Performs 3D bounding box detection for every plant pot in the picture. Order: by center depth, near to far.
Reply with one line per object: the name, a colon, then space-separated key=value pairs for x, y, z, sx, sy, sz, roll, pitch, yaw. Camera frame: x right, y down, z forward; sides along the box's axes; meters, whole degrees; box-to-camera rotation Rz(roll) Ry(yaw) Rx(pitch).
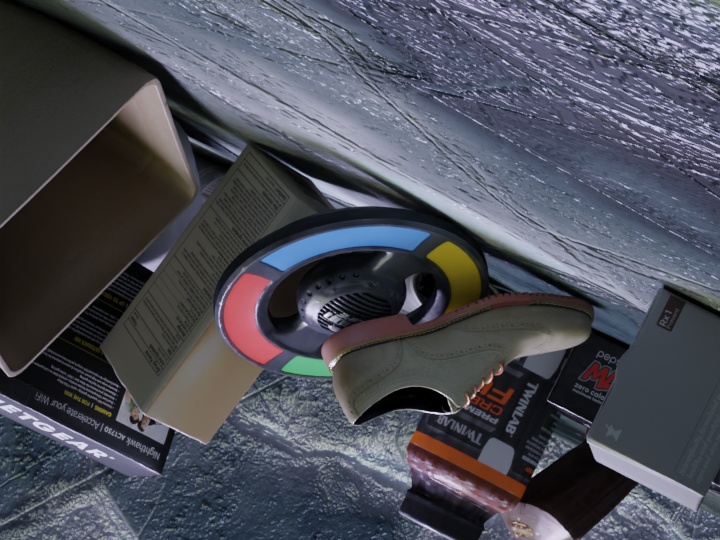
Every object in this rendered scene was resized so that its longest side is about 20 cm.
plant pot: x=-0.258 y=-0.080 z=1.546 sx=0.177 sy=0.200 sz=0.200 roll=41 pitch=167 yaw=17

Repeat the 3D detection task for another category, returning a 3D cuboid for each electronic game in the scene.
electronic game: x=-0.006 y=0.019 z=1.544 sx=0.198 sy=0.042 sz=0.201 roll=-7 pitch=146 yaw=-5

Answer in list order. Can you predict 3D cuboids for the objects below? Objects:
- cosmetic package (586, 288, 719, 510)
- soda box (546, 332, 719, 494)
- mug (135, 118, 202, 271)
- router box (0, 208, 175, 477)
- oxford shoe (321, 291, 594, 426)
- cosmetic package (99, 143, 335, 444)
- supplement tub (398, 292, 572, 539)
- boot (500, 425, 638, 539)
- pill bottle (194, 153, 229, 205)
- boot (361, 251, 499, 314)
cosmetic package: x=0.201 y=0.086 z=1.372 sx=0.090 sy=0.107 sz=0.200 roll=26 pitch=178 yaw=8
soda box: x=0.252 y=0.121 z=1.711 sx=0.199 sy=0.071 sz=0.063 roll=25 pitch=175 yaw=21
mug: x=-0.211 y=-0.077 z=1.741 sx=0.185 sy=0.150 sz=0.153 roll=20 pitch=169 yaw=-6
router box: x=-0.221 y=0.054 z=1.685 sx=0.199 sy=0.150 sz=0.051 roll=31 pitch=155 yaw=-33
oxford shoe: x=0.076 y=0.067 z=1.545 sx=0.198 sy=0.074 sz=0.071 roll=-12 pitch=152 yaw=-5
cosmetic package: x=-0.100 y=0.018 z=1.629 sx=0.071 sy=0.200 sz=0.105 roll=30 pitch=-168 yaw=-37
supplement tub: x=0.106 y=0.127 z=1.798 sx=0.106 sy=0.201 sz=0.107 roll=25 pitch=175 yaw=2
boot: x=0.175 y=0.166 z=1.882 sx=0.186 sy=0.200 sz=0.065 roll=7 pitch=128 yaw=55
pill bottle: x=-0.171 y=-0.052 z=1.929 sx=0.199 sy=0.114 sz=0.114 roll=24 pitch=175 yaw=31
boot: x=0.000 y=-0.002 z=1.781 sx=0.181 sy=0.073 sz=0.200 roll=14 pitch=-171 yaw=-28
